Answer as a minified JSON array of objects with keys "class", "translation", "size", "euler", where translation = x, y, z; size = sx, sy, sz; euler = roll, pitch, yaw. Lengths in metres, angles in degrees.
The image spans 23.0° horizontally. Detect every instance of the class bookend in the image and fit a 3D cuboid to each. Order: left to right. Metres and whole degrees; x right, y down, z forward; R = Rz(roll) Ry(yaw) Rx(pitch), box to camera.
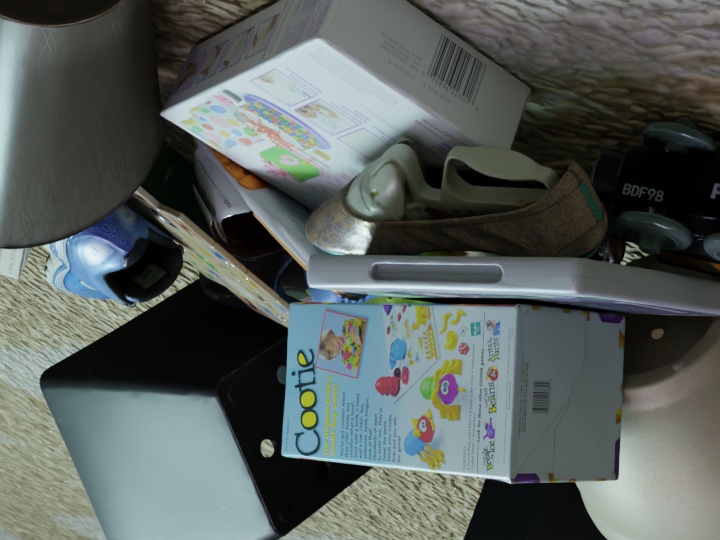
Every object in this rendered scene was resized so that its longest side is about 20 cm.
[{"class":"bookend","translation":[0.184,0.159,1.344],"size":[0.092,0.199,0.200],"euler":[31,155,-18]}]

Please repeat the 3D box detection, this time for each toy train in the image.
[{"class":"toy train","translation":[0.235,-0.027,1.041],"size":[0.200,0.085,0.114],"euler":[13,166,20]}]

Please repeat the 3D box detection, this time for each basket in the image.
[{"class":"basket","translation":[-0.192,-0.134,1.089],"size":[0.136,0.180,0.200],"euler":[38,150,12]}]

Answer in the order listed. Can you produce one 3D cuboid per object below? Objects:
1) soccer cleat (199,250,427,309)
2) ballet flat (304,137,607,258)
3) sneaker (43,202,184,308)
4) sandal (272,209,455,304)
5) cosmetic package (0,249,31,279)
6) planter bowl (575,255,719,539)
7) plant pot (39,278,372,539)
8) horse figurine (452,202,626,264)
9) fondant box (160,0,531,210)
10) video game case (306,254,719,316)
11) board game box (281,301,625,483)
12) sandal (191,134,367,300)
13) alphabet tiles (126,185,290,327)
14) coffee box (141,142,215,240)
[{"class":"soccer cleat","translation":[-0.029,0.004,1.388],"size":[0.200,0.065,0.084],"euler":[5,-176,23]},{"class":"ballet flat","translation":[0.049,-0.046,1.048],"size":[0.200,0.068,0.067],"euler":[1,133,27]},{"class":"sneaker","translation":[-0.178,-0.004,1.287],"size":[0.089,0.079,0.200],"euler":[38,172,6]},{"class":"sandal","translation":[0.000,0.000,1.232],"size":[0.079,0.087,0.200],"euler":[46,164,-18]},{"class":"cosmetic package","translation":[-0.313,-0.084,1.236],"size":[0.200,0.103,0.087],"euler":[18,149,-6]},{"class":"planter bowl","translation":[0.211,0.072,1.154],"size":[0.200,0.200,0.135],"euler":[1,138,40]},{"class":"plant pot","translation":[-0.104,0.125,1.440],"size":[0.177,0.199,0.200],"euler":[-9,107,46]},{"class":"horse figurine","translation":[0.105,-0.023,1.199],"size":[0.200,0.050,0.133],"euler":[4,145,42]},{"class":"fondant box","translation":[-0.013,-0.105,1.106],"size":[0.144,0.058,0.200],"euler":[31,155,-26]},{"class":"video game case","translation":[0.099,0.010,1.051],"size":[0.182,0.023,0.200],"euler":[1,177,36]},{"class":"board game box","translation":[0.056,0.074,1.116],"size":[0.103,0.105,0.200],"euler":[6,176,-44]},{"class":"sandal","translation":[-0.070,-0.030,1.198],"size":[0.079,0.059,0.207],"euler":[25,-162,-45]},{"class":"alphabet tiles","translation":[-0.119,-0.016,1.267],"size":[0.200,0.006,0.166],"euler":[42,170,-32]},{"class":"coffee box","translation":[-0.200,-0.080,1.343],"size":[0.200,0.044,0.123],"euler":[35,152,-29]}]
